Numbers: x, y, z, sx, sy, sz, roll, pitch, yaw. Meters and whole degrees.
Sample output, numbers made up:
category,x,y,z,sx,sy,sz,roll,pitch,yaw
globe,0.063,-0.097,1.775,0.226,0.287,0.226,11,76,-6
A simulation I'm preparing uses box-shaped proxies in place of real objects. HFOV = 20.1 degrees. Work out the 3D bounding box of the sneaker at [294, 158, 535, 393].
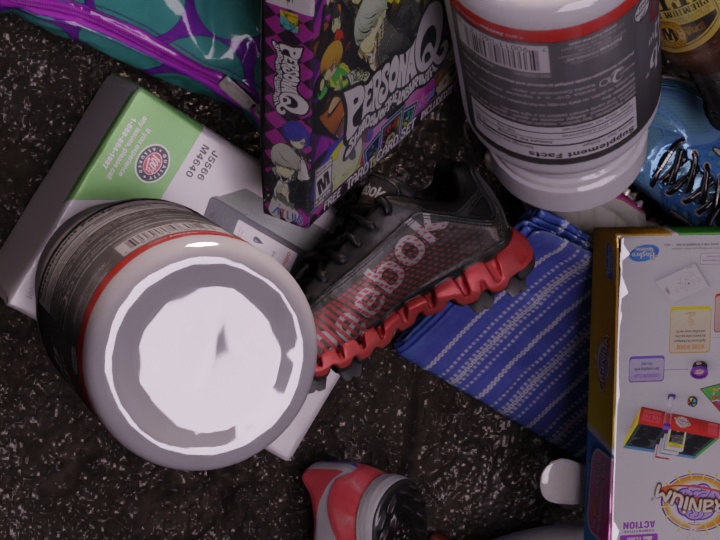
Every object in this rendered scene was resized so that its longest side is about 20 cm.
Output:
category,x,y,z,sx,sy,sz,roll,pitch,yaw
sneaker,0.000,0.000,1.148,0.200,0.071,0.098,-27,108,-17

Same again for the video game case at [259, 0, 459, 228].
category,x,y,z,sx,sy,sz,roll,pitch,yaw
video game case,0.013,-0.147,1.123,0.200,0.036,0.181,-44,147,-43

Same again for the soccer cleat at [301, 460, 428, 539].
category,x,y,z,sx,sy,sz,roll,pitch,yaw
soccer cleat,0.004,0.208,1.294,0.068,0.073,0.200,-35,131,-41

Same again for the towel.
category,x,y,z,sx,sy,sz,roll,pitch,yaw
towel,0.139,0.053,1.287,0.200,0.024,0.145,31,123,-22

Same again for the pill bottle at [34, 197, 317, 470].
category,x,y,z,sx,sy,sz,roll,pitch,yaw
pill bottle,-0.104,0.025,1.045,0.116,0.200,0.116,-3,101,-18

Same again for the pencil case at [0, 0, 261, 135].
category,x,y,z,sx,sy,sz,roll,pitch,yaw
pencil case,-0.116,-0.148,1.151,0.200,0.092,0.085,23,135,-16

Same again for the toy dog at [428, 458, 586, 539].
category,x,y,z,sx,sy,sz,roll,pitch,yaw
toy dog,0.123,0.163,1.305,0.200,0.132,0.096,-38,73,-14

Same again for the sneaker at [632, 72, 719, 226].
category,x,y,z,sx,sy,sz,roll,pitch,yaw
sneaker,0.229,-0.056,1.285,0.200,0.090,0.078,26,111,-24

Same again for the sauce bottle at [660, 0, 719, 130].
category,x,y,z,sx,sy,sz,roll,pitch,yaw
sauce bottle,0.192,-0.167,1.192,0.065,0.065,0.200,-39,123,-8

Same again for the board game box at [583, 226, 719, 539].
category,x,y,z,sx,sy,sz,roll,pitch,yaw
board game box,0.215,0.073,1.237,0.153,0.040,0.200,0,97,-16

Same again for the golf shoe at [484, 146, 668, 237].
category,x,y,z,sx,sy,sz,roll,pitch,yaw
golf shoe,0.148,-0.012,1.289,0.200,0.075,0.092,34,92,-21

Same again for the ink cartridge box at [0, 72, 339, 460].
category,x,y,z,sx,sy,sz,roll,pitch,yaw
ink cartridge box,-0.095,-0.001,1.197,0.200,0.084,0.146,31,89,-22

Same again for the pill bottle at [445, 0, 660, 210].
category,x,y,z,sx,sy,sz,roll,pitch,yaw
pill bottle,0.110,-0.127,1.141,0.116,0.116,0.200,-33,149,-11
